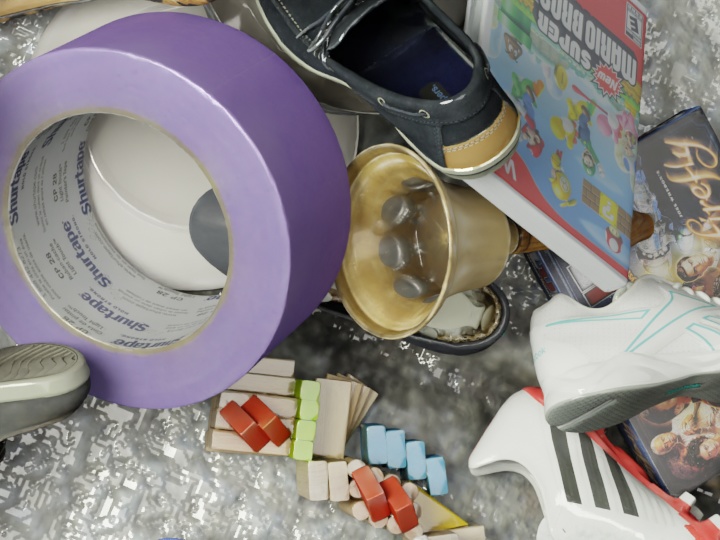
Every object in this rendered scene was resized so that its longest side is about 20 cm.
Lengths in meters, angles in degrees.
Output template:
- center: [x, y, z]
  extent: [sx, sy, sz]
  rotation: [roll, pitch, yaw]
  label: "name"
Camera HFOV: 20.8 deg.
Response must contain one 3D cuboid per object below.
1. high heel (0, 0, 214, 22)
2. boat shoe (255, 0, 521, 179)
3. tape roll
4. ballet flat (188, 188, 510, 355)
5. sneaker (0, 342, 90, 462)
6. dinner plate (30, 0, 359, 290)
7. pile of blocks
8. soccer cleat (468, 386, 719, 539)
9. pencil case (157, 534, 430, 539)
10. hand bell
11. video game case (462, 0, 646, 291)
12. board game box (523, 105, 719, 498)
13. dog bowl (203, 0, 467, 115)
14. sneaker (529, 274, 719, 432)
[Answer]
- center: [-0.168, -0.147, 1.066]
  extent: [0.143, 0.200, 0.071]
  rotation: [-46, 138, -12]
  label: "high heel"
- center: [0.009, -0.124, 1.021]
  extent: [0.075, 0.062, 0.200]
  rotation: [-38, 53, -8]
  label: "boat shoe"
- center: [-0.112, -0.033, 1.056]
  extent: [0.200, 0.085, 0.200]
  rotation: [9, 113, 21]
  label: "tape roll"
- center: [0.000, 0.000, 1.126]
  extent: [0.200, 0.073, 0.073]
  rotation: [21, 84, -17]
  label: "ballet flat"
- center: [-0.214, 0.108, 1.064]
  extent: [0.200, 0.075, 0.106]
  rotation: [-16, 101, 29]
  label: "sneaker"
- center: [-0.097, -0.089, 1.146]
  extent: [0.200, 0.024, 0.201]
  rotation: [0, 88, -12]
  label: "dinner plate"
- center: [0.000, 0.109, 1.139]
  extent: [0.200, 0.062, 0.082]
  rotation: [32, 83, -9]
  label: "pile of blocks"
- center: [0.149, 0.149, 1.140]
  extent: [0.085, 0.069, 0.200]
  rotation: [-43, 70, -7]
  label: "soccer cleat"
- center: [-0.036, 0.191, 1.098]
  extent: [0.200, 0.078, 0.087]
  rotation: [0, 76, 5]
  label: "pencil case"
- center: [0.090, -0.020, 1.104]
  extent: [0.200, 0.104, 0.104]
  rotation: [-3, 89, -39]
  label: "hand bell"
- center: [0.109, -0.106, 1.098]
  extent: [0.143, 0.017, 0.200]
  rotation: [36, 50, -36]
  label: "video game case"
- center: [0.193, 0.020, 1.193]
  extent: [0.135, 0.035, 0.200]
  rotation: [-30, 94, -10]
  label: "board game box"
- center: [-0.004, -0.181, 1.136]
  extent: [0.200, 0.059, 0.200]
  rotation: [3, 81, -17]
  label: "dog bowl"
- center: [0.191, 0.037, 1.140]
  extent: [0.200, 0.070, 0.080]
  rotation: [-5, 61, -21]
  label: "sneaker"
